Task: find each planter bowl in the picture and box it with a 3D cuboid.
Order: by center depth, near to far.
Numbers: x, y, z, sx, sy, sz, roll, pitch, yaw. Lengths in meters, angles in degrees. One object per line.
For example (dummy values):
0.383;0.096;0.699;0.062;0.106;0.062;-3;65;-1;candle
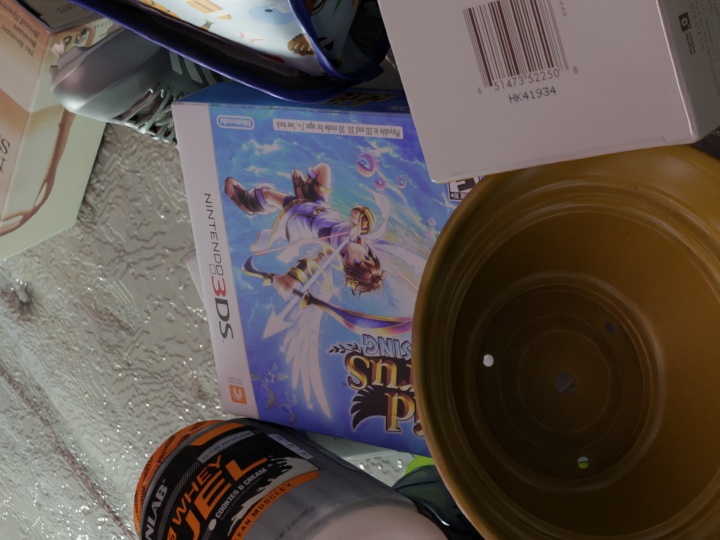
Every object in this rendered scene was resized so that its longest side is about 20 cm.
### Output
0.105;0.046;0.670;0.202;0.199;0.083;57;161;1;planter bowl

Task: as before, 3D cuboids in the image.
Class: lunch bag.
-0.069;-0.165;0.715;0.168;0.200;0.125;24;82;12;lunch bag

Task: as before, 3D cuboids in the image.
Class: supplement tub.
-0.042;0.152;0.810;0.199;0.121;0.124;18;125;58;supplement tub

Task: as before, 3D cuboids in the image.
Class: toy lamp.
0.102;0.125;0.778;0.058;0.058;0.200;52;126;6;toy lamp

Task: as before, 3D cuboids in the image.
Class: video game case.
0.000;0.000;0.779;0.198;0.045;0.184;7;115;37;video game case

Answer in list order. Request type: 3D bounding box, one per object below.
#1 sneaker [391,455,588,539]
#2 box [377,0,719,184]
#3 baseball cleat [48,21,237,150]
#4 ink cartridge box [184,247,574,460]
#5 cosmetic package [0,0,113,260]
0.090;0.152;0.870;0.198;0.081;0.075;-2;111;41;sneaker
0.117;-0.119;0.627;0.123;0.199;0.099;-7;107;42;box
-0.101;-0.095;0.842;0.069;0.200;0.107;-32;94;20;baseball cleat
0.013;0.024;0.868;0.199;0.084;0.146;-14;102;43;ink cartridge box
-0.227;-0.117;0.998;0.103;0.087;0.201;39;131;17;cosmetic package
